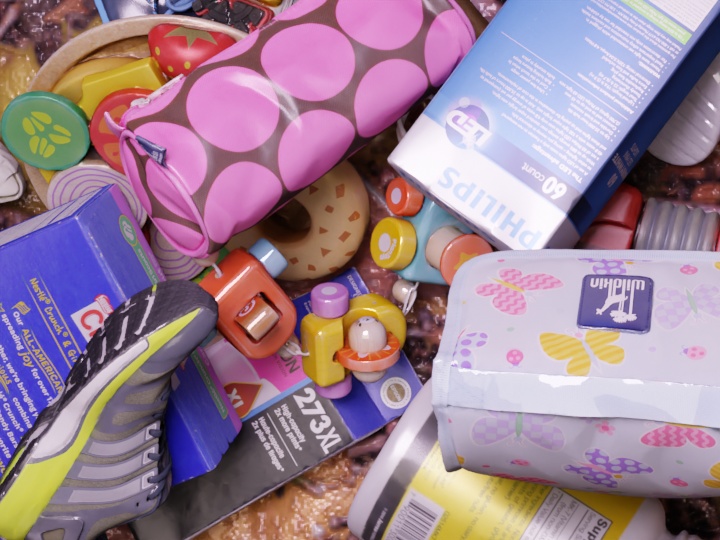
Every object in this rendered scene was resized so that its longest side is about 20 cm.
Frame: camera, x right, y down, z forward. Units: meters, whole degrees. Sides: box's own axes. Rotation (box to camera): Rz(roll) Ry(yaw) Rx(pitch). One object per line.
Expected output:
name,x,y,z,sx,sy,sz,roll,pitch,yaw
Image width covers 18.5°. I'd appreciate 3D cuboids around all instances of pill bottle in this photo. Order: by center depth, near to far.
pill bottle,0.103,0.153,1.264,0.200,0.114,0.115,32,98,9

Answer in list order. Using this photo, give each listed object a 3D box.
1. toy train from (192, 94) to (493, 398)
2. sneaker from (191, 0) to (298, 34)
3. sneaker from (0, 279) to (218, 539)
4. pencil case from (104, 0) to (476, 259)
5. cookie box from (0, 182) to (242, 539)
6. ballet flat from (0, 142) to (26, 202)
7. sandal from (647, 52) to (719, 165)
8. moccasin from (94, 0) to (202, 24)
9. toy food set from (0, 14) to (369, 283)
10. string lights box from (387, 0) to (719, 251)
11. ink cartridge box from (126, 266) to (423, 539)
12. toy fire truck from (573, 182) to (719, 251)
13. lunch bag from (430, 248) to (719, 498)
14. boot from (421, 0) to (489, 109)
toy train,0.000,0.000,1.256,0.200,0.150,0.056,-41,42,-10
sneaker,-0.050,-0.221,1.313,0.078,0.082,0.201,2,77,32
sneaker,-0.129,0.086,1.215,0.081,0.074,0.200,32,119,-14
pencil case,-0.038,-0.097,1.201,0.200,0.091,0.094,-35,77,-19
cookie box,-0.197,0.066,1.291,0.199,0.075,0.172,-21,105,19
ballet flat,-0.233,-0.030,1.358,0.069,0.069,0.201,0,98,12
sandal,0.194,-0.165,1.270,0.079,0.059,0.207,17,116,27
moccasin,-0.120,-0.175,1.317,0.068,0.080,0.201,-27,87,23
toy food set,-0.106,-0.061,1.291,0.197,0.049,0.200,-16,127,21
string lights box,0.117,-0.106,1.205,0.103,0.059,0.200,37,89,17
ink cartridge box,-0.067,0.087,1.340,0.200,0.037,0.095,-31,86,9
toy fire truck,0.186,-0.022,1.248,0.175,0.129,0.201,14,83,12
lunch bag,0.132,0.052,1.109,0.169,0.200,0.128,3,91,13
boot,0.056,-0.121,1.287,0.074,0.075,0.200,-39,85,8
